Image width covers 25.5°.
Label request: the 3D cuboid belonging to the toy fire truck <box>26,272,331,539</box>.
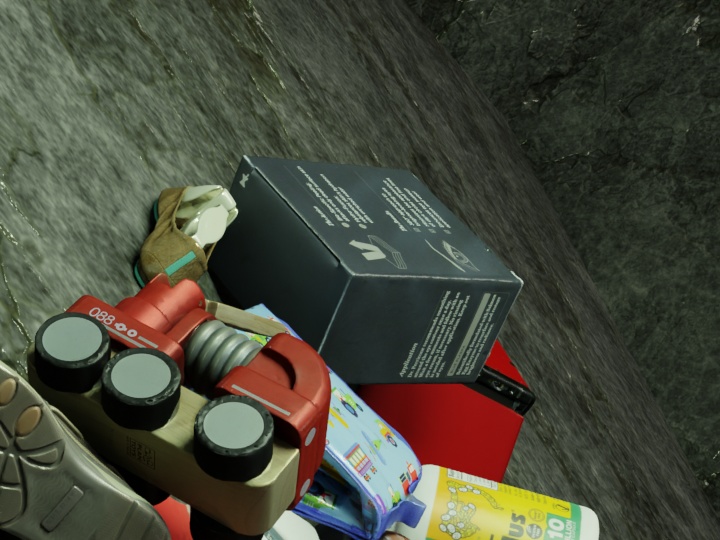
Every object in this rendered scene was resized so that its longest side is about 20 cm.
[{"bbox_3d":[-0.086,0.065,0.996,0.175,0.129,0.200,25,46,18],"label":"toy fire truck"}]

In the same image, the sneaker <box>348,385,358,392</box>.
[{"bbox_3d":[0.006,0.068,1.639,0.201,0.070,0.099,67,16,15],"label":"sneaker"}]

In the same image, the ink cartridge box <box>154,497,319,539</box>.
[{"bbox_3d":[-0.078,0.197,0.982,0.176,0.045,0.200,37,14,-32],"label":"ink cartridge box"}]

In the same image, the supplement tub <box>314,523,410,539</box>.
[{"bbox_3d":[0.035,0.264,1.179,0.200,0.107,0.107,40,19,-25],"label":"supplement tub"}]

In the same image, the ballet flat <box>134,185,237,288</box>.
[{"bbox_3d":[-0.142,-0.036,1.351,0.068,0.072,0.200,53,14,-13],"label":"ballet flat"}]

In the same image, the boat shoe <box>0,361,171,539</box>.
[{"bbox_3d":[-0.191,0.108,0.890,0.200,0.074,0.073,50,-10,-21],"label":"boat shoe"}]

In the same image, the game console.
[{"bbox_3d":[0.062,0.116,1.578,0.199,0.119,0.173,29,18,-31],"label":"game console"}]

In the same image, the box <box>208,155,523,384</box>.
[{"bbox_3d":[0.000,0.000,1.418,0.199,0.118,0.197,3,31,-39],"label":"box"}]

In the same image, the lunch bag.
[{"bbox_3d":[-0.035,0.121,1.170,0.199,0.095,0.151,33,12,7],"label":"lunch bag"}]

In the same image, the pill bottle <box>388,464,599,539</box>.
[{"bbox_3d":[0.083,0.222,1.285,0.198,0.114,0.113,16,17,1],"label":"pill bottle"}]
